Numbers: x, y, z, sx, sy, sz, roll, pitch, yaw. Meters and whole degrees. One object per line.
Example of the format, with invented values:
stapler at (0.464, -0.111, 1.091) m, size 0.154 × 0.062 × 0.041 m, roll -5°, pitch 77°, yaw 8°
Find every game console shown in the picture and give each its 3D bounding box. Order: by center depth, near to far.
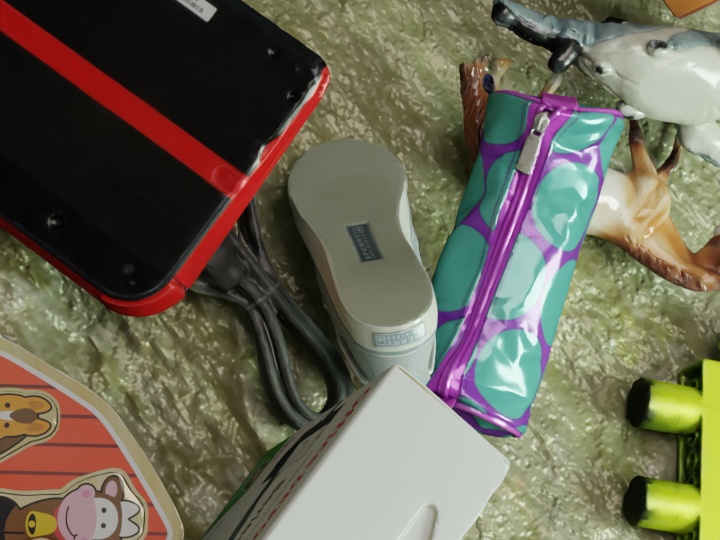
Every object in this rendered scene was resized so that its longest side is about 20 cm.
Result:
game console at (-0.141, -0.092, 1.343) m, size 0.199 × 0.031 × 0.177 m, roll 35°, pitch 86°, yaw 11°

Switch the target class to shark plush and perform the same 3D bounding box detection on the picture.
shark plush at (0.168, -0.124, 1.509) m, size 0.198 × 0.091 × 0.084 m, roll 2°, pitch 35°, yaw -16°

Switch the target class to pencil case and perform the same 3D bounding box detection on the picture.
pencil case at (0.083, -0.006, 1.411) m, size 0.084 × 0.092 × 0.202 m, roll 16°, pitch 84°, yaw 15°

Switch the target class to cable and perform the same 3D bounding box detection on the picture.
cable at (-0.071, 0.002, 1.399) m, size 0.200 × 0.050 × 0.097 m, roll 47°, pitch 63°, yaw -15°

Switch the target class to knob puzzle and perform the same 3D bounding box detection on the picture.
knob puzzle at (-0.189, 0.133, 1.262) m, size 0.218 × 0.030 × 0.222 m, roll 0°, pitch 85°, yaw -5°

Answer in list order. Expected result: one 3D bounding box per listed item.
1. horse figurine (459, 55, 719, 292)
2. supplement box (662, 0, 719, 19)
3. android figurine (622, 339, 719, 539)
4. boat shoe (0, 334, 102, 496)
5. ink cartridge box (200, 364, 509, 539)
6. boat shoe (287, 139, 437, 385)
horse figurine at (0.138, -0.062, 1.504) m, size 0.199 × 0.050 × 0.134 m, roll 16°, pitch 62°, yaw -20°
supplement box at (0.167, -0.252, 1.468) m, size 0.200 × 0.069 × 0.067 m, roll 50°, pitch 35°, yaw -23°
android figurine at (0.256, 0.125, 1.499) m, size 0.198 × 0.041 × 0.184 m, roll 12°, pitch 69°, yaw -17°
boat shoe at (-0.210, 0.064, 1.322) m, size 0.200 × 0.073 × 0.062 m, roll 41°, pitch 19°, yaw 2°
ink cartridge box at (-0.025, 0.147, 1.282) m, size 0.083 × 0.200 × 0.147 m, roll 41°, pitch 62°, yaw -6°
boat shoe at (0.001, 0.000, 1.391) m, size 0.069 × 0.072 × 0.201 m, roll -8°, pitch 36°, yaw -7°
